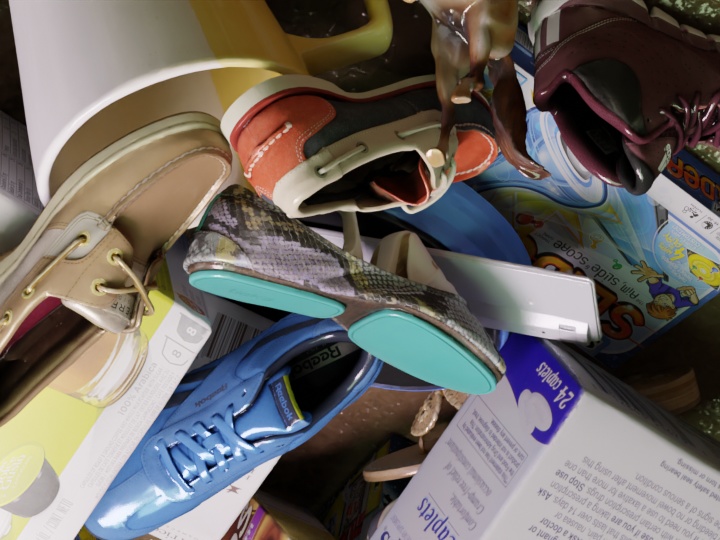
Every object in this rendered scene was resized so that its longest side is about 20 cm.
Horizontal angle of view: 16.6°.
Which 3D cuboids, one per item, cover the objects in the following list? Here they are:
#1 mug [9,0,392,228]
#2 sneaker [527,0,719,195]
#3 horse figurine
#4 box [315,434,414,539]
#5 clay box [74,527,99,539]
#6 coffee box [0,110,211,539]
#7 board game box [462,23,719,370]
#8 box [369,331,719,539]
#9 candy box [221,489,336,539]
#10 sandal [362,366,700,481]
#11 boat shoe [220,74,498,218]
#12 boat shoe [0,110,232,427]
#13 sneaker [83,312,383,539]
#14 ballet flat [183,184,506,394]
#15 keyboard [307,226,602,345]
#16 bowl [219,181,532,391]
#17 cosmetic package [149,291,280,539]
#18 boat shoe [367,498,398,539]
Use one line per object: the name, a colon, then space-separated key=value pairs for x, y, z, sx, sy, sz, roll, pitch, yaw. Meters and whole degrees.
mug: x=-0.098 y=-0.121 z=1.279 sx=0.185 sy=0.154 sz=0.150 roll=-2 pitch=146 yaw=-34
sneaker: x=0.175 y=-0.071 z=1.285 sx=0.199 sy=0.116 sz=0.076 roll=18 pitch=134 yaw=-4
horse figurine: x=0.044 y=-0.140 z=1.226 sx=0.050 sy=0.133 sz=0.201 roll=-11 pitch=122 yaw=25
box: x=-0.012 y=0.218 z=1.542 sx=0.037 sy=0.201 sz=0.137 roll=26 pitch=133 yaw=-15
clay box: x=-0.202 y=0.179 z=1.610 sx=0.047 sy=0.115 sz=0.201 roll=-2 pitch=131 yaw=16
coffee box: x=-0.221 y=0.032 z=1.367 sx=0.197 sy=0.200 sz=0.200 roll=32 pitch=99 yaw=-16
board game box: x=0.113 y=-0.039 z=1.385 sx=0.199 sy=0.035 sz=0.135 roll=34 pitch=131 yaw=-18
box: x=0.116 y=0.165 z=1.393 sx=0.183 sy=0.105 sz=0.201 roll=31 pitch=98 yaw=-27
candy box: x=-0.061 y=0.208 z=1.529 sx=0.056 sy=0.200 sz=0.117 roll=23 pitch=90 yaw=-11
sandal: x=0.094 y=0.068 z=1.486 sx=0.210 sy=0.078 sz=0.070 roll=-14 pitch=97 yaw=16
boat shoe: x=0.012 y=-0.057 z=1.250 sx=0.199 sy=0.063 sz=0.071 roll=-1 pitch=138 yaw=-54
boat shoe: x=-0.133 y=0.005 z=1.219 sx=0.200 sy=0.067 sz=0.074 roll=-42 pitch=146 yaw=13
sneaker: x=-0.073 y=0.083 z=1.368 sx=0.199 sy=0.078 sz=0.066 roll=-34 pitch=99 yaw=-2
ballet flat: x=0.001 y=0.004 z=1.302 sx=0.199 sy=0.072 sz=0.072 roll=23 pitch=135 yaw=-29
keyboard: x=0.034 y=0.005 z=1.356 sx=0.198 sy=0.011 sz=0.057 roll=10 pitch=140 yaw=18
bowl: x=0.000 y=0.000 z=1.413 sx=0.199 sy=0.040 sz=0.201 roll=16 pitch=147 yaw=10
cosmetic package: x=-0.101 y=0.095 z=1.506 sx=0.101 sy=0.074 sz=0.200 roll=24 pitch=146 yaw=-5
boat shoe: x=0.082 y=0.162 z=1.503 sx=0.199 sy=0.072 sz=0.062 roll=2 pitch=177 yaw=-35
